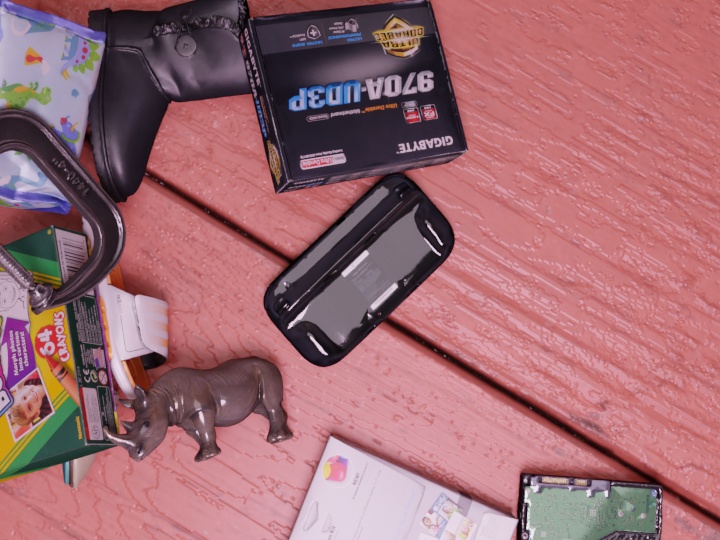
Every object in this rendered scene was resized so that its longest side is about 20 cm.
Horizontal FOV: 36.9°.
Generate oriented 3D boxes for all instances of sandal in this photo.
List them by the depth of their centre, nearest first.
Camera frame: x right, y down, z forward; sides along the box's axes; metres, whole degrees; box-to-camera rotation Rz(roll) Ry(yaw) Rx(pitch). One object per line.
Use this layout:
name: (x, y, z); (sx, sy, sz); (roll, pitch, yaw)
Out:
sandal: (-0.219, 0.028, 1.039); (0.058, 0.079, 0.210); (-15, 83, 1)

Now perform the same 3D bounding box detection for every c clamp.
c clamp: (-0.298, -0.040, 0.911); (0.200, 0.027, 0.172); (46, 65, -30)

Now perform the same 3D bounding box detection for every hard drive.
hard drive: (0.216, 0.302, 1.037); (0.137, 0.038, 0.204); (3, 85, 0)

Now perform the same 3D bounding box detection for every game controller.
game controller: (0.000, 0.000, 1.070); (0.200, 0.042, 0.105); (-43, 101, -4)

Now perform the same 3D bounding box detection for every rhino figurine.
rhino figurine: (-0.149, 0.131, 1.001); (0.197, 0.060, 0.089); (-7, 77, -38)

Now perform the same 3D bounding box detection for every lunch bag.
lunch bag: (-0.330, -0.147, 1.010); (0.126, 0.198, 0.173); (14, 86, -38)

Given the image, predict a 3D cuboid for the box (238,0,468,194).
box: (-0.006, -0.171, 1.043); (0.197, 0.046, 0.162); (-11, 84, -24)

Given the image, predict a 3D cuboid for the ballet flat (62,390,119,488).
ballet flat: (-0.264, 0.105, 1.042); (0.068, 0.069, 0.204); (-7, 84, -1)

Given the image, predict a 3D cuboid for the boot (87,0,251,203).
boot: (-0.179, -0.174, 1.059); (0.165, 0.076, 0.204); (-5, 78, 3)

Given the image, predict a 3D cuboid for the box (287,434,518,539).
box: (0.032, 0.271, 1.037); (0.197, 0.041, 0.158); (23, 84, 1)

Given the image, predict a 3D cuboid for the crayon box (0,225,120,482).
crayon box: (-0.320, 0.083, 0.998); (0.170, 0.058, 0.204); (-19, 75, 20)
